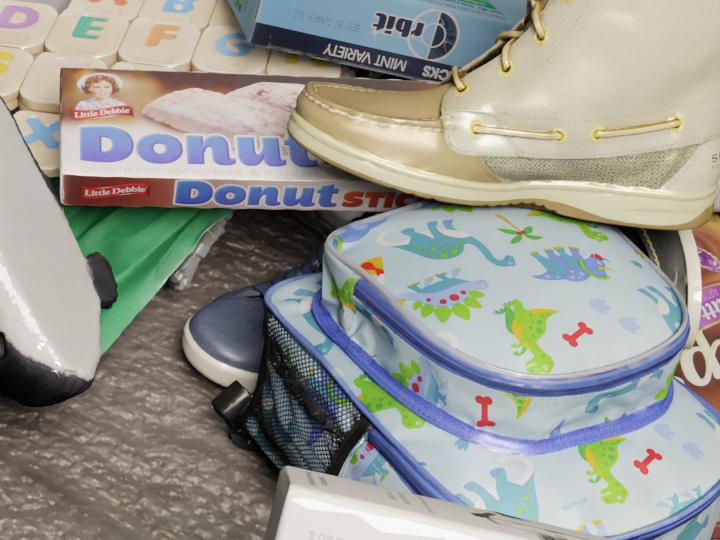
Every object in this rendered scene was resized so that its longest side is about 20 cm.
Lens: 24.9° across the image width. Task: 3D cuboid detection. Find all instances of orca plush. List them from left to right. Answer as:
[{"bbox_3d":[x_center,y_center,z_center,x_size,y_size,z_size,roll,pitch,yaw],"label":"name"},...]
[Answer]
[{"bbox_3d":[-0.180,-0.014,0.734,0.200,0.071,0.105,58,21,16],"label":"orca plush"}]

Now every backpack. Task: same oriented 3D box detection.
[{"bbox_3d":[0.064,0.063,0.726,0.182,0.147,0.200,-13,45,-32],"label":"backpack"}]

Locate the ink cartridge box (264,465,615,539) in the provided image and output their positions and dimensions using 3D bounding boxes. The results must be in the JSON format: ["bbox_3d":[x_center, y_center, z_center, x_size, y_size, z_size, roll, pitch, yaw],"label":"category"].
[{"bbox_3d":[0.052,0.165,0.586,0.199,0.147,0.084,14,-3,-4],"label":"ink cartridge box"}]

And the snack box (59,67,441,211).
[{"bbox_3d":[-0.044,-0.062,0.783,0.199,0.024,0.072,1,50,-12],"label":"snack box"}]

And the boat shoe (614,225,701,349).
[{"bbox_3d":[0.120,-0.025,0.841,0.067,0.072,0.200,-7,38,-12],"label":"boat shoe"}]

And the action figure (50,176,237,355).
[{"bbox_3d":[-0.110,-0.029,0.825,0.118,0.055,0.200,37,60,22],"label":"action figure"}]

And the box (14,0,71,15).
[{"bbox_3d":[-0.204,-0.225,0.955,0.199,0.199,0.131,-5,42,-26],"label":"box"}]

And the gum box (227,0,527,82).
[{"bbox_3d":[0.005,-0.163,0.926,0.169,0.045,0.200,10,23,-19],"label":"gum box"}]

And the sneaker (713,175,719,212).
[{"bbox_3d":[0.214,-0.075,0.978,0.105,0.076,0.200,8,12,-27],"label":"sneaker"}]

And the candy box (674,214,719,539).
[{"bbox_3d":[0.175,0.050,0.859,0.116,0.057,0.200,-1,41,-21],"label":"candy box"}]

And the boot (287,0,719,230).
[{"bbox_3d":[0.075,-0.106,0.718,0.199,0.155,0.072,8,23,-5],"label":"boot"}]

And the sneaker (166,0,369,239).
[{"bbox_3d":[-0.044,-0.104,0.935,0.200,0.078,0.099,42,77,19],"label":"sneaker"}]

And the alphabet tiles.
[{"bbox_3d":[-0.110,-0.104,0.854,0.199,0.015,0.196,7,37,3],"label":"alphabet tiles"}]

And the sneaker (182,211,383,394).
[{"bbox_3d":[0.000,0.000,0.836,0.199,0.085,0.075,-17,48,-35],"label":"sneaker"}]

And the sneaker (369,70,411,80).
[{"bbox_3d":[0.086,-0.098,1.020,0.199,0.076,0.088,-20,64,-32],"label":"sneaker"}]
